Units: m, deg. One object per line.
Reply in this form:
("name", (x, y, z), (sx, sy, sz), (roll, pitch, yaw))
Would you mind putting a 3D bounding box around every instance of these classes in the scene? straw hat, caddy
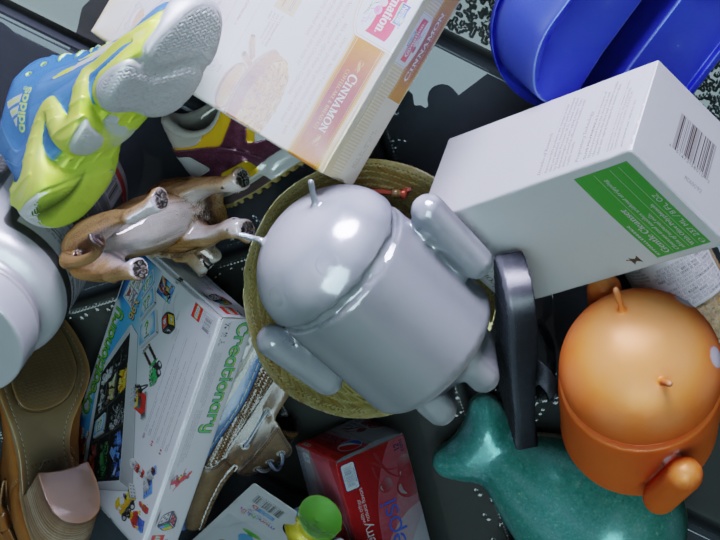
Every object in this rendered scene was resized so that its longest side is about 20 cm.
("straw hat", (0.000, 0.000, 1.544), (0.201, 0.085, 0.201), (-4, 111, -12))
("caddy", (0.181, -0.189, 1.466), (0.141, 0.105, 0.200), (26, 110, -30))

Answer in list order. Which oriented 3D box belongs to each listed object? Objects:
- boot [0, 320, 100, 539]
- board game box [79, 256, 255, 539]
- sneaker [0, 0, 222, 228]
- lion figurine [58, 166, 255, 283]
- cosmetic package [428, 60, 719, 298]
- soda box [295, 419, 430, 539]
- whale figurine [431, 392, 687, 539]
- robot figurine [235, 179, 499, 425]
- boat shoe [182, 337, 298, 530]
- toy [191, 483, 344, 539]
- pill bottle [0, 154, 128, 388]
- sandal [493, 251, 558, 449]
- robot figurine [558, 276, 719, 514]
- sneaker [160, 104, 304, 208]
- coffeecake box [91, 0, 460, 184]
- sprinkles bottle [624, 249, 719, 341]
("boot", (-0.252, 0.140, 1.616), (0.077, 0.200, 0.155), (-9, 155, -29))
("board game box", (-0.154, 0.093, 1.574), (0.035, 0.126, 0.200), (3, 115, -40))
("sneaker", (-0.182, -0.129, 1.415), (0.200, 0.076, 0.105), (-47, 57, 14))
("lion figurine", (-0.152, -0.027, 1.463), (0.122, 0.200, 0.073), (-10, 90, 39))
("cosmetic package", (0.150, -0.055, 1.431), (0.108, 0.085, 0.200), (39, 143, -26))
("soda box", (0.014, 0.218, 1.618), (0.063, 0.070, 0.200), (-22, 108, -26))
("whale figurine", (0.151, 0.177, 1.587), (0.200, 0.104, 0.159), (34, 108, -3))
("robot figurine", (0.009, 0.020, 1.444), (0.170, 0.113, 0.200), (-40, 114, 16))
("boat shoe", (-0.084, 0.119, 1.601), (0.072, 0.072, 0.200), (23, 108, -4))
("toy", (-0.066, 0.216, 1.619), (0.115, 0.047, 0.200), (34, 146, -9))
("pill bottle", (-0.247, -0.012, 1.489), (0.114, 0.200, 0.114), (9, 128, 11))
("sandal", (0.121, 0.063, 1.486), (0.043, 0.076, 0.200), (-10, 146, -3))
("robot figurine", (0.196, 0.087, 1.470), (0.117, 0.200, 0.144), (15, 67, 14))
("sneaker", (-0.050, -0.130, 1.514), (0.200, 0.075, 0.090), (-36, 108, 13))
("coffeecake box", (-0.057, -0.175, 1.449), (0.200, 0.073, 0.154), (32, 94, 17))
("sprinkles bottle", (0.227, -0.003, 1.540), (0.068, 0.068, 0.200), (-27, 105, 12))
